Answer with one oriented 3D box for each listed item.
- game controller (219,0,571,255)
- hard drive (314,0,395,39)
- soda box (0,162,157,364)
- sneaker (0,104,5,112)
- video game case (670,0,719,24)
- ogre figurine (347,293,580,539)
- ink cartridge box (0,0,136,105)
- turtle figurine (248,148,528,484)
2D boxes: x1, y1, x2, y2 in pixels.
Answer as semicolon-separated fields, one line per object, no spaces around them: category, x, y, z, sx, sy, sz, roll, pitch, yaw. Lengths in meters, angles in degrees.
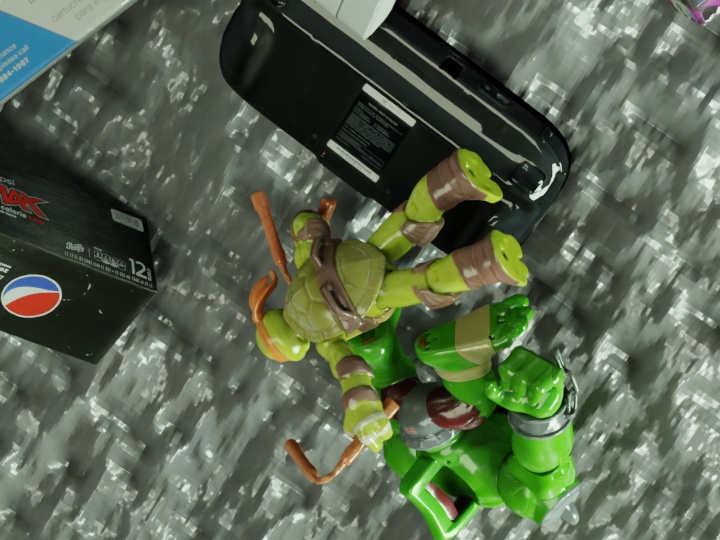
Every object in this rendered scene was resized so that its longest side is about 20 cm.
game controller;0.015;-0.086;1.550;0.200;0.042;0.104;38;135;5
hard drive;-0.058;-0.209;1.451;0.200;0.027;0.132;40;160;4
soda box;-0.214;-0.019;1.595;0.200;0.063;0.071;22;126;-30
sneaker;-0.255;-0.162;1.595;0.074;0.088;0.200;-9;108;32
video game case;0.183;-0.241;1.310;0.200;0.036;0.181;-38;119;-2
ogre figurine;0.048;0.074;1.559;0.200;0.098;0.120;-2;126;34
ink cartridge box;-0.212;-0.198;1.533;0.146;0.084;0.200;-38;95;-2
turtle figurine;0.000;0.000;1.510;0.161;0.200;0.064;-32;136;20
